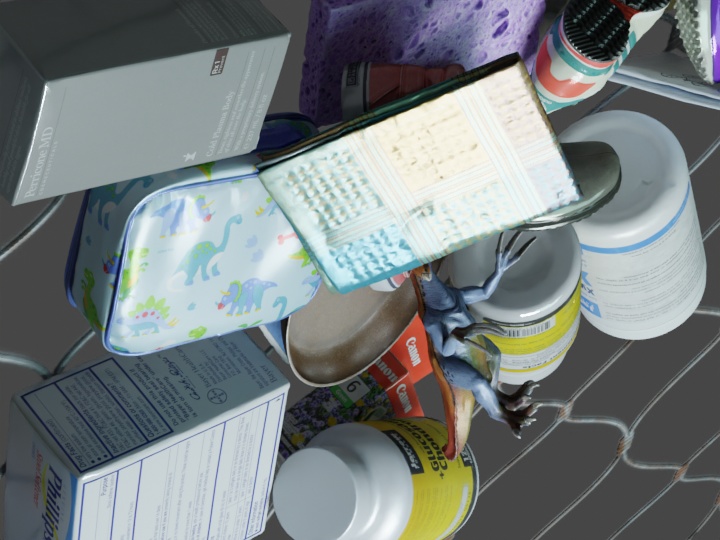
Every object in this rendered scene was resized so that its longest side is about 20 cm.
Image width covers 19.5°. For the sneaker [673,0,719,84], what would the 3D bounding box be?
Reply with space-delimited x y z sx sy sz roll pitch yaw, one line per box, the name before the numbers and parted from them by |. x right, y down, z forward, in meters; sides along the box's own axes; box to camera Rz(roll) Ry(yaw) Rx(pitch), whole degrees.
sneaker | 0.304 -0.247 1.668 0.099 0.070 0.202 -7 114 -4

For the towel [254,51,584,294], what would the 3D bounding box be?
towel | 0.043 -0.065 1.472 0.199 0.022 0.147 -22 132 9

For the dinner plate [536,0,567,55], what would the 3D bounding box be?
dinner plate | 0.115 -0.160 1.688 0.199 0.024 0.201 -29 146 -22

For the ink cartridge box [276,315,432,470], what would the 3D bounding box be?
ink cartridge box | 0.013 0.123 1.873 0.200 0.050 0.109 -37 148 -11

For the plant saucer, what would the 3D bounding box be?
plant saucer | 0.000 0.000 1.693 0.200 0.032 0.201 -36 143 -33

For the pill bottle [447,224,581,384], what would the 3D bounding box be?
pill bottle | 0.135 0.023 1.820 0.114 0.114 0.200 -38 160 -10

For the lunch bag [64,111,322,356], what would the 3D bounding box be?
lunch bag | -0.108 -0.032 1.512 0.199 0.083 0.162 -14 136 -34

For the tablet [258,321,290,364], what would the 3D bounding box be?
tablet | -0.041 -0.007 1.694 0.130 0.014 0.200 -41 148 -6

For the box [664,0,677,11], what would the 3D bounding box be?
box | 0.330 -0.299 1.773 0.199 0.021 0.164 -14 137 -40

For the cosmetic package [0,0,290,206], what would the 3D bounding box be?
cosmetic package | -0.155 -0.122 1.359 0.199 0.090 0.107 -20 144 -39

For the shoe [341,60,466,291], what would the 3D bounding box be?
shoe | 0.042 -0.065 1.525 0.090 0.072 0.201 -1 130 9

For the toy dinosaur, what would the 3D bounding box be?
toy dinosaur | 0.068 0.057 1.671 0.200 0.181 0.105 -42 -168 26

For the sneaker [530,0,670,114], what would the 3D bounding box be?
sneaker | 0.181 -0.186 1.658 0.094 0.070 0.200 -50 180 36

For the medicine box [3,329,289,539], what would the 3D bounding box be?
medicine box | -0.170 0.153 1.646 0.199 0.103 0.183 -22 142 -31

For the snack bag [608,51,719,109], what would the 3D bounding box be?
snack bag | 0.328 -0.163 1.787 0.199 0.188 0.022 -10 112 -42

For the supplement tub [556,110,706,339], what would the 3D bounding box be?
supplement tub | 0.237 -0.039 1.866 0.132 0.132 0.200 -39 148 -9

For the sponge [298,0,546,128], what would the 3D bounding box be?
sponge | 0.049 -0.176 1.562 0.199 0.030 0.112 -17 138 -27

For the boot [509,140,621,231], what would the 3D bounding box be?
boot | 0.107 -0.093 1.590 0.198 0.068 0.131 -10 139 -6

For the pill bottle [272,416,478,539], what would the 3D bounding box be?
pill bottle | 0.011 0.183 1.762 0.112 0.112 0.200 -55 156 17
